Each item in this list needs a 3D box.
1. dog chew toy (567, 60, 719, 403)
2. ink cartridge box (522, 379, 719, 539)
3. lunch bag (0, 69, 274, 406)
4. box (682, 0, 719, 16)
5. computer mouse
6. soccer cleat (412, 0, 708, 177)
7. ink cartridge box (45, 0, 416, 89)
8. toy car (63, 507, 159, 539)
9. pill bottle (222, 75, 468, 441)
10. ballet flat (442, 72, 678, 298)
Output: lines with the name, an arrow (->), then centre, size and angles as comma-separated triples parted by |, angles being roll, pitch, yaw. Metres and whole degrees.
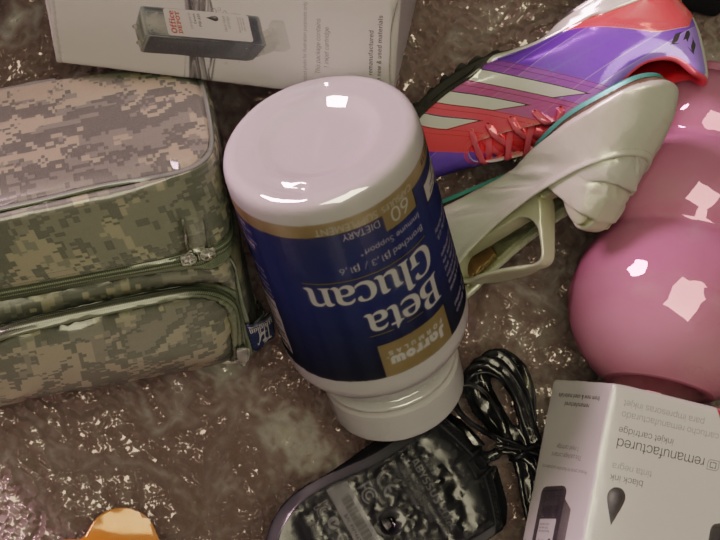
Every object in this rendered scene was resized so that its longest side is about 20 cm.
dog chew toy -> 0.193, -0.027, 1.255 | 0.124, 0.125, 0.202 | 13, 76, -4
ink cartridge box -> 0.170, 0.176, 1.228 | 0.144, 0.083, 0.202 | 13, 84, -20
lunch bag -> -0.158, -0.008, 1.209 | 0.198, 0.140, 0.169 | -12, 127, -5
box -> 0.198, -0.269, 1.270 | 0.105, 0.122, 0.202 | 12, 84, -4
computer mouse -> 0.030, 0.146, 1.260 | 0.199, 0.053, 0.139 | -25, 89, -17
soccer cleat -> 0.108, -0.098, 1.250 | 0.199, 0.068, 0.074 | -30, 66, 11
ink cartridge box -> -0.066, -0.180, 1.210 | 0.198, 0.085, 0.146 | 9, 45, 5
toy car -> -0.159, 0.228, 1.198 | 0.175, 0.185, 0.201 | 3, 56, -4
pill bottle -> 0.000, 0.000, 1.192 | 0.110, 0.201, 0.112 | -10, 42, 9
ballet flat -> 0.112, -0.039, 1.225 | 0.199, 0.069, 0.070 | -32, 88, 35
